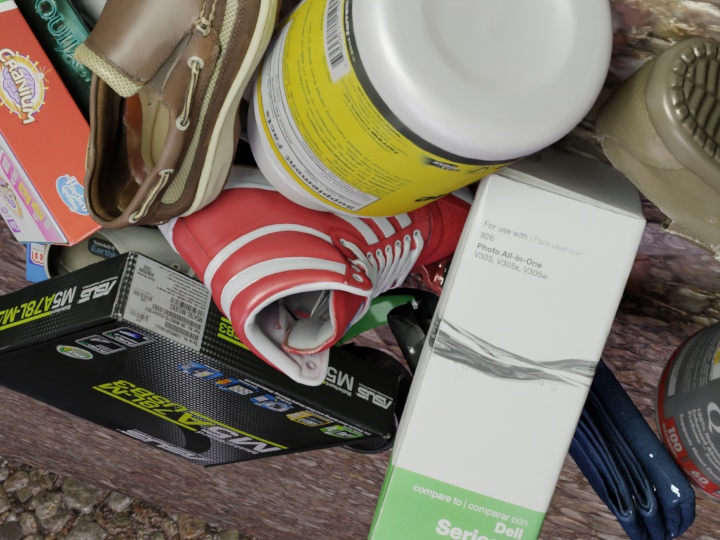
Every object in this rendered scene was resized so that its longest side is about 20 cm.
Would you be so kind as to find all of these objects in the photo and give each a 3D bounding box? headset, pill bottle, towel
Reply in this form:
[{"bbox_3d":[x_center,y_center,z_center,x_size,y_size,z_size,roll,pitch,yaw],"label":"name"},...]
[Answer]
[{"bbox_3d":[0.021,0.053,0.991,0.200,0.123,0.094,19,141,53],"label":"headset"},{"bbox_3d":[0.256,0.068,0.886,0.116,0.116,0.200,23,163,-6],"label":"pill bottle"},{"bbox_3d":[0.018,-0.086,0.699,0.112,0.113,0.200,26,163,-16],"label":"pill bottle"},{"bbox_3d":[0.142,0.086,1.003,0.200,0.048,0.112,57,180,26],"label":"towel"}]

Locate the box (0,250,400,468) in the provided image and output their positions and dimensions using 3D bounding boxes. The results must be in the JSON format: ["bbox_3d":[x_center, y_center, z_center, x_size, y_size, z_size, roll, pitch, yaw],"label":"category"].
[{"bbox_3d":[-0.111,0.060,0.920,0.200,0.048,0.193,28,150,-34],"label":"box"}]

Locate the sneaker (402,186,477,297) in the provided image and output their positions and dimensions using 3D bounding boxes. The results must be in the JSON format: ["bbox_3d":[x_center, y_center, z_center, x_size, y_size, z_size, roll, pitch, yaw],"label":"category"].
[{"bbox_3d":[0.024,-0.025,0.955,0.200,0.071,0.098,21,174,-19],"label":"sneaker"}]

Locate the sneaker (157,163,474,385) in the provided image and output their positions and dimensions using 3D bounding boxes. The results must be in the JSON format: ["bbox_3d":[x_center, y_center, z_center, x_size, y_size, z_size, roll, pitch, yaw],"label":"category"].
[{"bbox_3d":[0.000,0.000,0.816,0.200,0.071,0.113,-2,-137,-36],"label":"sneaker"}]

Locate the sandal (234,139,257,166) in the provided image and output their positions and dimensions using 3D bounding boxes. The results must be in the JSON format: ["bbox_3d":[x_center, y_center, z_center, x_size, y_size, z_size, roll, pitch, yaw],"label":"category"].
[{"bbox_3d":[-0.099,-0.058,0.928,0.048,0.076,0.200,-17,163,13],"label":"sandal"}]

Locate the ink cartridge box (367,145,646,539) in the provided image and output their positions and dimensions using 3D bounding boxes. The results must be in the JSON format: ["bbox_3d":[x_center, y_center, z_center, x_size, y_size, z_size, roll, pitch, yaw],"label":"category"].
[{"bbox_3d":[0.076,0.040,0.800,0.084,0.201,0.146,18,-166,3],"label":"ink cartridge box"}]

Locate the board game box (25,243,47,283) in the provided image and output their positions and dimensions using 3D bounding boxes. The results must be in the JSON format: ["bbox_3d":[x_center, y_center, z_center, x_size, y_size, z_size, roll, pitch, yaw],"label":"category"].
[{"bbox_3d":[-0.097,-0.010,1.036,0.199,0.045,0.152,15,-157,20],"label":"board game box"}]

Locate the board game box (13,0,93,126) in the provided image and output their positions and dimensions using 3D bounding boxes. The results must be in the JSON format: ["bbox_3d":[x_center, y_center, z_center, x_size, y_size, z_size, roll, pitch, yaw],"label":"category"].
[{"bbox_3d":[-0.170,-0.097,0.869,0.135,0.028,0.200,58,163,-19],"label":"board game box"}]

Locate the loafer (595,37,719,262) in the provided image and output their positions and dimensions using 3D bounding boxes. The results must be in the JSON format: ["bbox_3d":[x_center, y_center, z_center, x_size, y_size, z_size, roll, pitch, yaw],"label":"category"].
[{"bbox_3d":[0.186,-0.036,0.735,0.200,0.076,0.067,43,155,-28],"label":"loafer"}]

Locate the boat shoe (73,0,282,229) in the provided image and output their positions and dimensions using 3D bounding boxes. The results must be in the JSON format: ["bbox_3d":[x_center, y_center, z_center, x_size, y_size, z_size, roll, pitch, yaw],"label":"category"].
[{"bbox_3d":[-0.086,-0.099,0.686,0.075,0.075,0.203,34,132,28],"label":"boat shoe"}]

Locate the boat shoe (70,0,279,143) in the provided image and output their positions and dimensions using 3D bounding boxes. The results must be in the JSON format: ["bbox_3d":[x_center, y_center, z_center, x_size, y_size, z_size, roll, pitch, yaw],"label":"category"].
[{"bbox_3d":[-0.090,-0.111,0.826,0.200,0.066,0.072,29,162,-23],"label":"boat shoe"}]

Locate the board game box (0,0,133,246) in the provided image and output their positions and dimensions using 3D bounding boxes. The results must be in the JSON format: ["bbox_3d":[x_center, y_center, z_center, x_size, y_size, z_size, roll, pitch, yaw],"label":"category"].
[{"bbox_3d":[-0.201,-0.107,0.805,0.200,0.040,0.153,60,162,-13],"label":"board game box"}]

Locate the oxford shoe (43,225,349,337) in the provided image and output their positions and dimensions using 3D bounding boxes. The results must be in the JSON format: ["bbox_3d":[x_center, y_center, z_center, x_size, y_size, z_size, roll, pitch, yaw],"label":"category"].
[{"bbox_3d":[-0.101,0.009,0.920,0.199,0.075,0.058,15,-158,11],"label":"oxford shoe"}]
